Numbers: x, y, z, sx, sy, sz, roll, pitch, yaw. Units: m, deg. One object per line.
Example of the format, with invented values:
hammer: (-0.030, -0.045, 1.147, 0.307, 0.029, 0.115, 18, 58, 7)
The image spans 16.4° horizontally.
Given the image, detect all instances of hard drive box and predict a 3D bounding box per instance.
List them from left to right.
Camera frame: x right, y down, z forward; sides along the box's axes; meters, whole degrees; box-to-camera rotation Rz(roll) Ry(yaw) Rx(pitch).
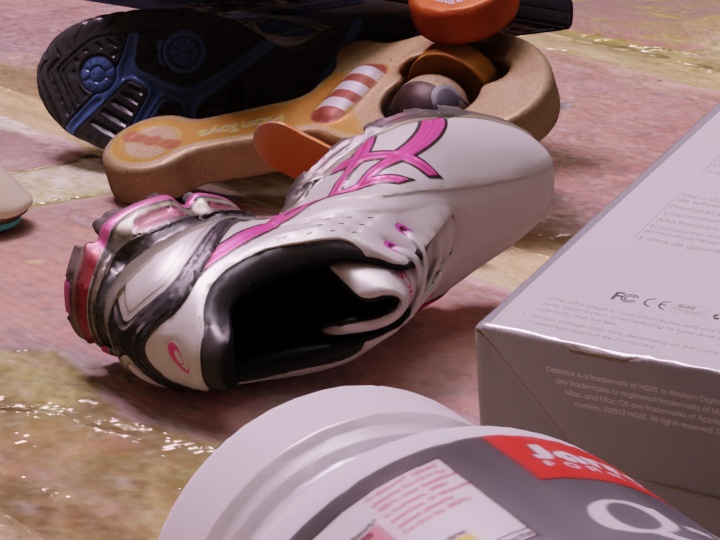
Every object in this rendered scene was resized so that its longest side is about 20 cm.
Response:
hard drive box: (0.148, 0.018, 0.709, 0.156, 0.077, 0.200, 12, 31, 29)

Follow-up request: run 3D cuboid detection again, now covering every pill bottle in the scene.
pill bottle: (0.035, 0.097, 0.484, 0.116, 0.116, 0.200, -6, 19, -25)

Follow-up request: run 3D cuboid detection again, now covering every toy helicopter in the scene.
toy helicopter: (-0.014, -0.054, 1.062, 0.200, 0.079, 0.132, -10, 36, 10)

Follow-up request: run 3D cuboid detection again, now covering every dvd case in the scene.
dvd case: (-0.022, -0.127, 1.152, 0.200, 0.018, 0.143, 6, -3, -34)

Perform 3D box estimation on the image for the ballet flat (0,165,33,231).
ballet flat: (-0.234, -0.050, 1.018, 0.200, 0.070, 0.069, 0, 17, -7)

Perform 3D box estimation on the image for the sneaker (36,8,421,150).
sneaker: (-0.049, -0.080, 1.156, 0.200, 0.076, 0.077, 3, -2, -3)

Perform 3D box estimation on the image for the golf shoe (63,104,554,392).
golf shoe: (0.000, 0.000, 0.885, 0.200, 0.073, 0.092, -22, 34, -32)
